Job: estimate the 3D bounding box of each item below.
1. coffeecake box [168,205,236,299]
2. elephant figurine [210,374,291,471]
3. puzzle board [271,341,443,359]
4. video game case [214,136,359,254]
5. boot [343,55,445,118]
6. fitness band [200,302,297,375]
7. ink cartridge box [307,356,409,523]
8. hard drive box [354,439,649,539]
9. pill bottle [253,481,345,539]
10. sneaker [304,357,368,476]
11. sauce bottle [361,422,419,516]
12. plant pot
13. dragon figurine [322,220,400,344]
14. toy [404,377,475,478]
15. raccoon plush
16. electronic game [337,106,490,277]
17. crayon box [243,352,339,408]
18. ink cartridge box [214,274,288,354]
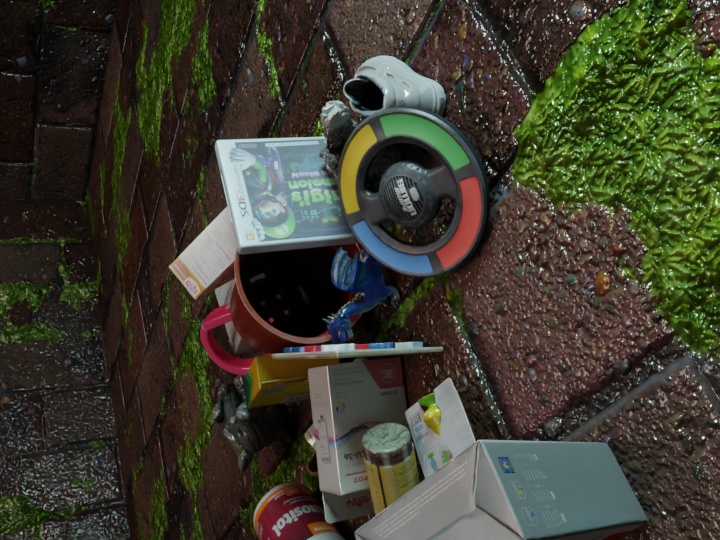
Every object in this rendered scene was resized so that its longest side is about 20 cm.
[{"bbox_3d":[-0.194,-0.057,1.124,0.200,0.153,0.073,-40,90,24],"label":"coffeecake box"},{"bbox_3d":[-0.194,0.283,1.226,0.143,0.154,0.200,-62,27,6],"label":"elephant figurine"},{"bbox_3d":[-0.010,0.103,0.887,0.199,0.149,0.018,-13,78,60],"label":"puzzle board"},{"bbox_3d":[-0.093,-0.113,0.975,0.023,0.197,0.184,120,138,-55],"label":"video game case"},{"bbox_3d":[0.018,-0.236,0.877,0.200,0.094,0.075,39,124,53],"label":"boot"},{"bbox_3d":[-0.197,0.120,1.209,0.198,0.144,0.038,-20,29,31],"label":"fitness band"},{"bbox_3d":[0.004,0.222,0.903,0.067,0.115,0.203,-20,74,59],"label":"ink cartridge box"},{"bbox_3d":[0.121,0.214,0.578,0.156,0.198,0.077,-45,52,30],"label":"hard drive box"},{"bbox_3d":[-0.083,0.433,1.069,0.200,0.112,0.115,35,121,54],"label":"pill bottle"},{"bbox_3d":[-0.032,0.221,0.998,0.073,0.084,0.203,42,124,53],"label":"sneaker"},{"bbox_3d":[0.045,0.286,0.845,0.065,0.064,0.203,30,134,56],"label":"sauce bottle"},{"bbox_3d":[-0.108,0.033,1.037,0.195,0.198,0.204,137,126,-63],"label":"plant pot"},{"bbox_3d":[0.000,0.000,0.915,0.059,0.098,0.203,8,96,59],"label":"dragon figurine"},{"bbox_3d":[0.120,0.231,0.766,0.115,0.047,0.202,-51,55,51],"label":"toy"},{"bbox_3d":[-0.017,-0.182,0.901,0.135,0.096,0.201,57,168,36],"label":"raccoon plush"},{"bbox_3d":[0.057,-0.087,0.794,0.198,0.041,0.203,16,119,30],"label":"electronic game"},{"bbox_3d":[-0.104,0.160,1.042,0.200,0.125,0.052,130,132,-65],"label":"crayon box"},{"bbox_3d":[-0.213,0.037,1.308,0.147,0.082,0.201,-62,41,41],"label":"ink cartridge box"}]
